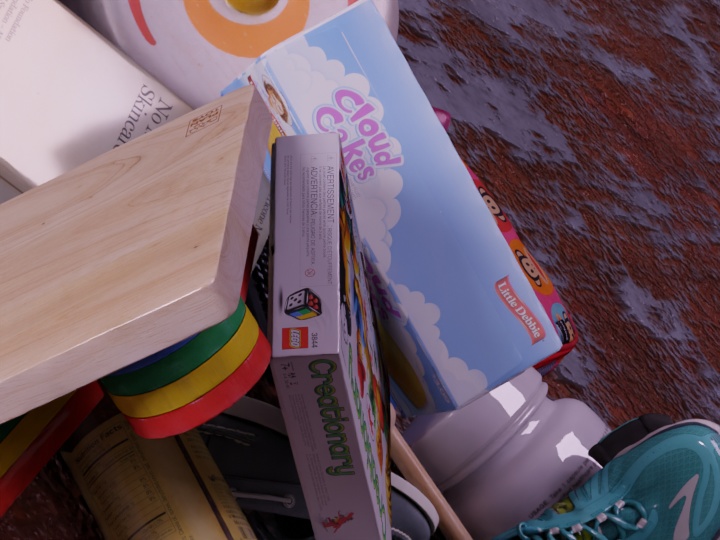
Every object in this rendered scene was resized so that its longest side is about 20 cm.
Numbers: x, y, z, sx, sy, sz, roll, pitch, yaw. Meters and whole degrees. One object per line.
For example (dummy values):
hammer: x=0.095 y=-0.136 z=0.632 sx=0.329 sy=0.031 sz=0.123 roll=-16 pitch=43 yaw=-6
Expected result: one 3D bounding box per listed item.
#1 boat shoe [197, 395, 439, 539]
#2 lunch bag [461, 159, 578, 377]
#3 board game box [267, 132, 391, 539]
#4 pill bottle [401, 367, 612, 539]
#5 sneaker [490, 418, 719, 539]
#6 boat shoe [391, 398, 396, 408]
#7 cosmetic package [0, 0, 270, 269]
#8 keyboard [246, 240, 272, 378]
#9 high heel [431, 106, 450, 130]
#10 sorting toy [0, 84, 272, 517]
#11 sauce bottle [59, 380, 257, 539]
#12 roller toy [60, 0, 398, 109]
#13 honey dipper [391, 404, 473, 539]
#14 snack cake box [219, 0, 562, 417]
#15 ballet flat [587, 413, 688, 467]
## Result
boat shoe: x=-0.031 y=0.120 z=1.401 sx=0.200 sy=0.073 sz=0.062 roll=35 pitch=67 yaw=-48
lunch bag: x=0.035 y=-0.001 z=1.695 sx=0.200 sy=0.082 sz=0.176 roll=53 pitch=26 yaw=10
board game box: x=-0.013 y=0.047 z=1.270 sx=0.200 sy=0.035 sz=0.126 roll=78 pitch=9 yaw=-52
pill bottle: x=0.118 y=0.146 z=1.545 sx=0.200 sy=0.113 sz=0.113 roll=48 pitch=21 yaw=-5
sneaker: x=0.115 y=0.150 z=1.409 sx=0.078 sy=0.200 sz=0.080 roll=58 pitch=15 yaw=17
boat shoe: x=0.000 y=0.000 z=1.586 sx=0.084 sy=0.069 sz=0.200 roll=85 pitch=11 yaw=-54
cosmetic package: x=-0.144 y=-0.054 z=1.379 sx=0.200 sy=0.073 sz=0.104 roll=37 pitch=57 yaw=-25
keyboard: x=-0.057 y=-0.013 z=1.578 sx=0.104 sy=0.040 sz=0.200 roll=31 pitch=26 yaw=-40
high heel: x=0.006 y=0.006 z=1.469 sx=0.067 sy=0.096 sz=0.200 roll=-133 pitch=-142 yaw=-74
sorting toy: x=-0.124 y=0.026 z=1.177 sx=0.070 sy=0.200 sz=0.199 roll=59 pitch=16 yaw=-23
sauce bottle: x=-0.108 y=0.084 z=1.276 sx=0.066 sy=0.066 sz=0.200 roll=16 pitch=38 yaw=-55
roller toy: x=-0.076 y=-0.136 z=1.516 sx=0.182 sy=0.140 sz=0.200 roll=14 pitch=70 yaw=-11
honey dipper: x=0.059 y=0.153 z=1.489 sx=0.200 sy=0.038 sz=0.038 roll=56 pitch=21 yaw=-2
snack cake box: x=0.013 y=-0.028 z=1.361 sx=0.200 sy=0.067 sz=0.115 roll=61 pitch=-13 yaw=-1
ballet flat: x=0.166 y=0.179 z=1.466 sx=0.068 sy=0.068 sz=0.200 roll=85 pitch=-7 yaw=-78
